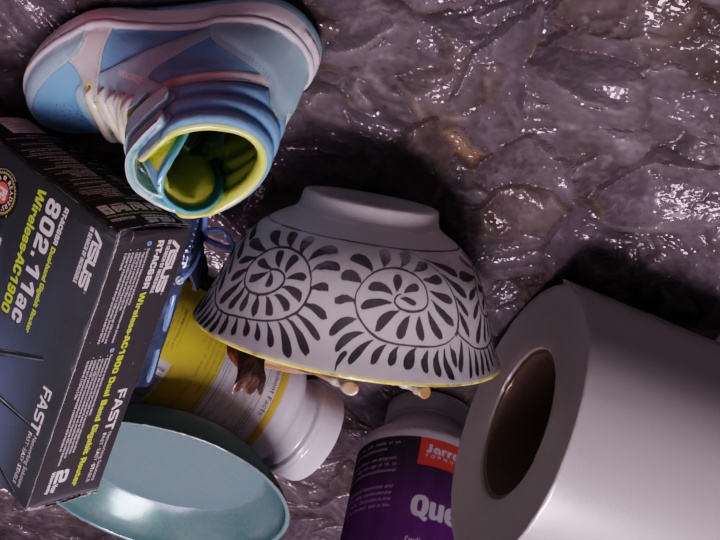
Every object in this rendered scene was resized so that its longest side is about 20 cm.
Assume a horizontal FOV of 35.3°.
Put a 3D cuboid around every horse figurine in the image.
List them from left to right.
[{"bbox_3d":[-0.021,0.060,0.803,0.200,0.050,0.132,8,-175,-40],"label":"horse figurine"}]

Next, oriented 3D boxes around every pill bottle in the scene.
[{"bbox_3d":[-0.114,0.085,0.877,0.200,0.112,0.112,33,138,-25],"label":"pill bottle"},{"bbox_3d":[0.043,0.201,0.907,0.112,0.200,0.113,8,143,6],"label":"pill bottle"}]

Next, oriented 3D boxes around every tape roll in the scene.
[{"bbox_3d":[0.166,0.126,0.775,0.139,0.203,0.203,22,142,-10],"label":"tape roll"}]

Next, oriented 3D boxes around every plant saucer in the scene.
[{"bbox_3d":[-0.148,0.154,0.852,0.199,0.036,0.200,7,141,6],"label":"plant saucer"}]

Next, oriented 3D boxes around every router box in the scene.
[{"bbox_3d":[-0.204,0.025,0.708,0.150,0.062,0.200,33,112,28],"label":"router box"}]

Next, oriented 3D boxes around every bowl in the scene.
[{"bbox_3d":[0.000,0.000,0.722,0.200,0.201,0.094,11,100,2],"label":"bowl"}]

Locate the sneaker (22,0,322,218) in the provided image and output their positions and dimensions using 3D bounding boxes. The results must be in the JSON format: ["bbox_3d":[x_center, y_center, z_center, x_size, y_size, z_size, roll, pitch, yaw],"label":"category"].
[{"bbox_3d":[-0.128,-0.086,0.646,0.200,0.131,0.080,-7,140,26],"label":"sneaker"}]

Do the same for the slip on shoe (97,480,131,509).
[{"bbox_3d":[-0.258,0.130,0.976,0.200,0.076,0.061,33,-170,22],"label":"slip on shoe"}]

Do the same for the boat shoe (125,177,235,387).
[{"bbox_3d":[-0.134,-0.012,0.755,0.069,0.084,0.200,17,115,-30],"label":"boat shoe"}]
